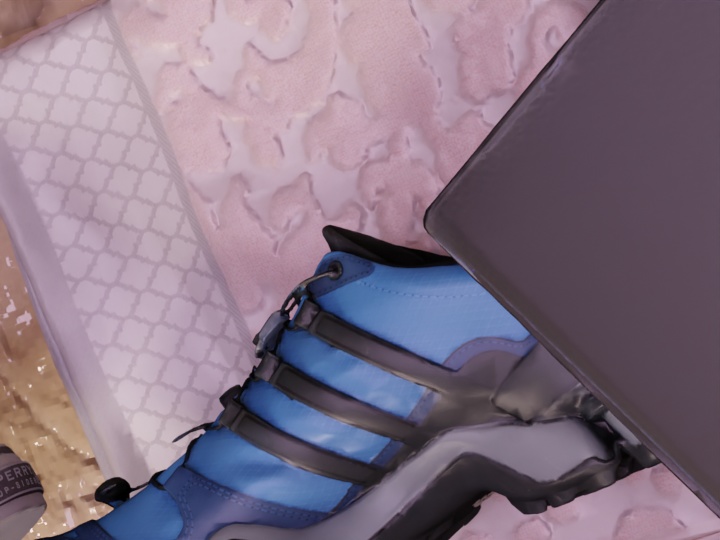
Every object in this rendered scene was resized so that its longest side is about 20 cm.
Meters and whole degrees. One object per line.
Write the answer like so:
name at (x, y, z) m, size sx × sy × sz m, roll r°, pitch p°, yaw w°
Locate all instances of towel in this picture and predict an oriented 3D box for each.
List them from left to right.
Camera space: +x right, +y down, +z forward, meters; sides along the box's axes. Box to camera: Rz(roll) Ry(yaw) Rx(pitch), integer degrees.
towel at (0.000, 0.000, 0.809) m, size 0.190 × 0.032 × 0.201 m, roll -22°, pitch 91°, yaw 21°

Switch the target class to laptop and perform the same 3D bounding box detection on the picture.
laptop at (0.158, -0.030, 0.712) m, size 0.187 × 0.200 × 0.116 m, roll 44°, pitch 148°, yaw 9°

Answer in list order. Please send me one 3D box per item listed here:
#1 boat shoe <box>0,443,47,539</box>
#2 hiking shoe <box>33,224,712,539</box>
boat shoe at (-0.169, 0.104, 0.819) m, size 0.200 × 0.069 × 0.057 m, roll -42°, pitch 80°, yaw 14°
hiking shoe at (-0.003, 0.034, 0.768) m, size 0.199 × 0.074 × 0.087 m, roll -23°, pitch 85°, yaw 12°
